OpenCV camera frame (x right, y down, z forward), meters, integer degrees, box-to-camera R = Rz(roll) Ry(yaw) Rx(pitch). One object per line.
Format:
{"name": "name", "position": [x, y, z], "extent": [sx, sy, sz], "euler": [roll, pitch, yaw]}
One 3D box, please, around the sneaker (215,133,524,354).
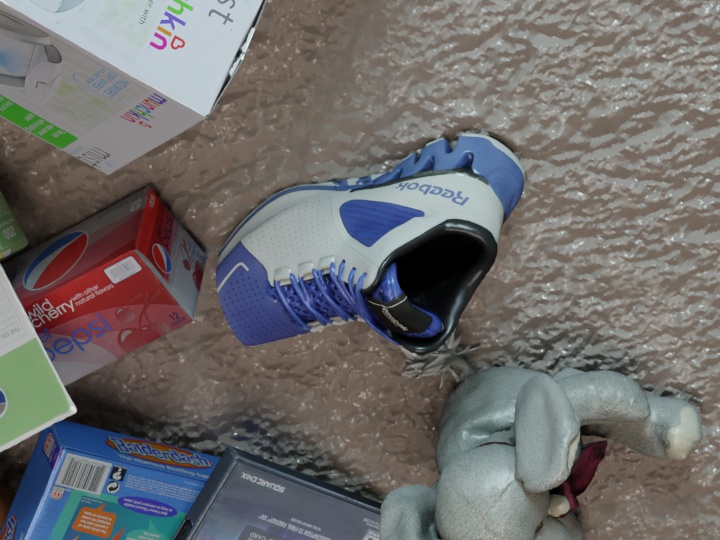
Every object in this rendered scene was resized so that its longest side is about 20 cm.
{"name": "sneaker", "position": [0.001, 0.000, 1.487], "extent": [0.198, 0.115, 0.081], "euler": [-24, 120, 21]}

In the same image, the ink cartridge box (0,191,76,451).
{"name": "ink cartridge box", "position": [-0.260, 0.018, 1.519], "extent": [0.145, 0.048, 0.201], "euler": [-27, 94, 23]}

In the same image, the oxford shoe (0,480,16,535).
{"name": "oxford shoe", "position": [-0.192, 0.178, 1.677], "extent": [0.071, 0.071, 0.200], "euler": [-41, 120, 8]}

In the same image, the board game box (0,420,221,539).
{"name": "board game box", "position": [-0.162, 0.204, 1.635], "extent": [0.151, 0.045, 0.201], "euler": [16, 107, -27]}

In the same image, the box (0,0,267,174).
{"name": "box", "position": [-0.162, -0.145, 1.351], "extent": [0.176, 0.097, 0.200], "euler": [30, 164, -16]}

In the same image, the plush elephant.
{"name": "plush elephant", "position": [0.098, 0.132, 1.548], "extent": [0.200, 0.155, 0.165], "euler": [37, 121, -21]}

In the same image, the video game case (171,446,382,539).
{"name": "video game case", "position": [-0.078, 0.218, 1.640], "extent": [0.142, 0.019, 0.201], "euler": [24, 102, -37]}

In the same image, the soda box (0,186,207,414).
{"name": "soda box", "position": [-0.192, 0.029, 1.555], "extent": [0.199, 0.070, 0.064], "euler": [-26, 120, 22]}
